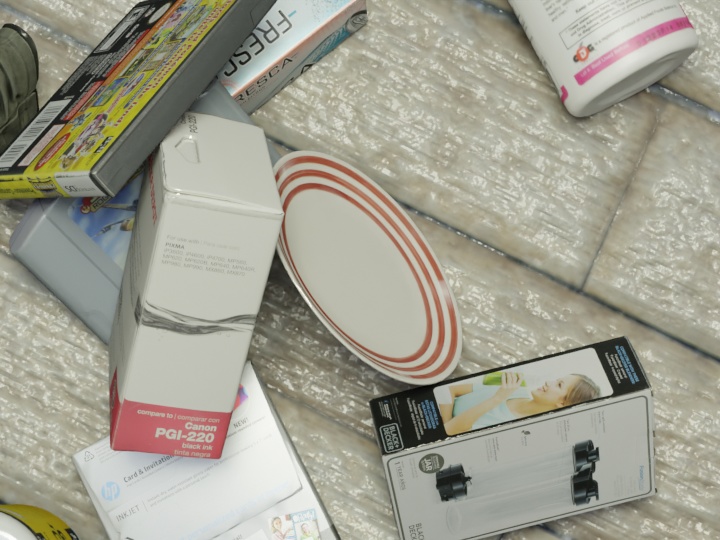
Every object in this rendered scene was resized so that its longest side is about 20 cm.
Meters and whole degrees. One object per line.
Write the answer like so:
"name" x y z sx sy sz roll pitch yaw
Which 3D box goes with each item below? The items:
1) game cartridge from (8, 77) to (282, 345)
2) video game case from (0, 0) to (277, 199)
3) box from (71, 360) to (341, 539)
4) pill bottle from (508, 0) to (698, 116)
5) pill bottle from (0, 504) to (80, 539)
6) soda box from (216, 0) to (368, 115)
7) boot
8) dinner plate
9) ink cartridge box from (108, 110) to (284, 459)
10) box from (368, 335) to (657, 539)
"game cartridge" -0.157 -0.048 1.078 0.200 0.042 0.133 -40 129 2
"video game case" -0.168 -0.130 1.033 0.026 0.180 0.201 50 63 -28
"box" -0.106 0.194 1.088 0.155 0.041 0.201 -28 84 -4
"pill bottle" 0.166 -0.232 1.110 0.113 0.113 0.201 -27 83 -4
"pill bottle" -0.249 0.220 1.004 0.111 0.200 0.113 0 82 0
"soda box" -0.089 -0.168 1.124 0.199 0.068 0.064 -38 81 -4
"boot" -0.291 -0.080 1.101 0.067 0.201 0.131 27 38 16
"dinner plate" 0.000 0.000 1.056 0.024 0.200 0.201 -36 83 28
"ink cartridge box" -0.120 0.008 1.006 0.084 0.146 0.202 7 118 -14
"box" 0.114 0.130 1.057 0.198 0.117 0.060 -14 40 -1
